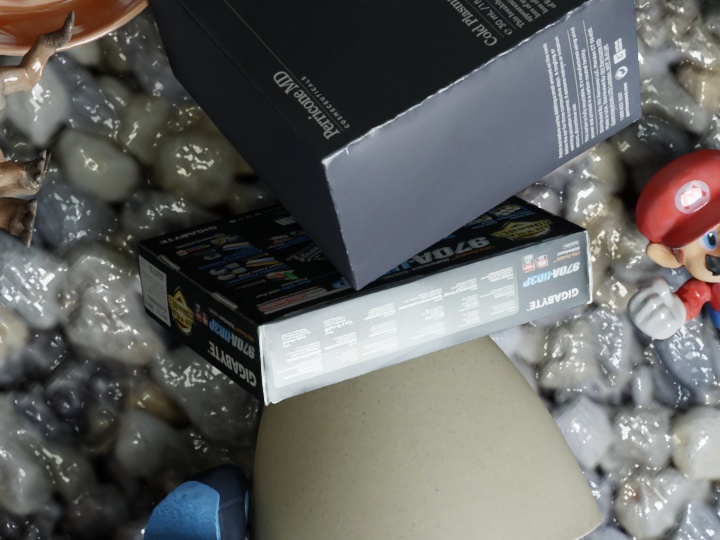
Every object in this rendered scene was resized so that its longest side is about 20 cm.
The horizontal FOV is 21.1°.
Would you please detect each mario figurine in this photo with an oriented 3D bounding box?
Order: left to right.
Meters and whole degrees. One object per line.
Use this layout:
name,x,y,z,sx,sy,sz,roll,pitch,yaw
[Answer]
mario figurine,0.239,0.012,1.181,0.200,0.106,0.124,51,48,-32

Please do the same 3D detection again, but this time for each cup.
cup,0.022,0.097,1.090,0.200,0.200,0.144,-14,89,-17

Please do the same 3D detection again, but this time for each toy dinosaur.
toy dinosaur,-0.225,-0.076,0.986,0.135,0.086,0.200,11,140,-8

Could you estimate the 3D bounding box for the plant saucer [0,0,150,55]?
plant saucer,-0.178,-0.213,1.003,0.200,0.032,0.201,-6,106,-20

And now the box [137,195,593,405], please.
box,0.000,0.000,1.046,0.200,0.159,0.046,-17,114,-25

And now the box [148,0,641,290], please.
box,0.013,-0.124,0.997,0.182,0.200,0.104,-30,143,-13

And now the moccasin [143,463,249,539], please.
moccasin,-0.095,0.200,1.101,0.080,0.068,0.200,30,120,12
